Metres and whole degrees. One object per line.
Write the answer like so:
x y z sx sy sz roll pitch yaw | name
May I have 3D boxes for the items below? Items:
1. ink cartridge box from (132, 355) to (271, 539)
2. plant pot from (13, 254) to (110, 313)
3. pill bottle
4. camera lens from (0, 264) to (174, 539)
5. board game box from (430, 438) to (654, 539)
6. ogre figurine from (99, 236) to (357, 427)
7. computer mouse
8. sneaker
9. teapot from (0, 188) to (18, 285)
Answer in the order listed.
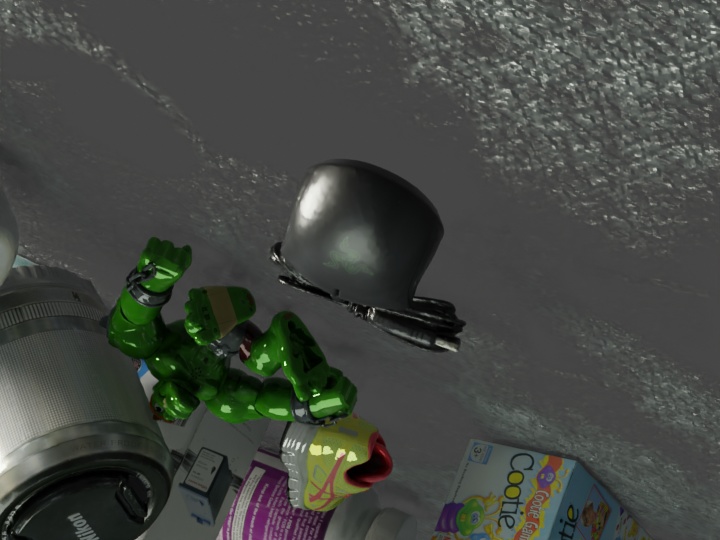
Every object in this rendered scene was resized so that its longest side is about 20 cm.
-0.179 0.167 1.314 0.145 0.201 0.086 6 155 41 | ink cartridge box
-0.330 0.072 1.346 0.199 0.135 0.201 22 161 8 | plant pot
-0.049 0.253 1.522 0.198 0.113 0.112 17 160 21 | pill bottle
-0.242 0.117 1.167 0.201 0.159 0.160 61 -176 35 | camera lens
0.156 0.232 1.239 0.102 0.106 0.200 8 155 38 | board game box
-0.106 0.059 1.123 0.199 0.099 0.119 19 149 -37 | ogre figurine
0.000 0.000 0.894 0.137 0.053 0.200 23 161 7 | computer mouse
-0.015 0.171 1.328 0.089 0.079 0.200 13 161 9 | sneaker
-0.346 -0.036 1.071 0.147 0.196 0.200 55 145 18 | teapot
